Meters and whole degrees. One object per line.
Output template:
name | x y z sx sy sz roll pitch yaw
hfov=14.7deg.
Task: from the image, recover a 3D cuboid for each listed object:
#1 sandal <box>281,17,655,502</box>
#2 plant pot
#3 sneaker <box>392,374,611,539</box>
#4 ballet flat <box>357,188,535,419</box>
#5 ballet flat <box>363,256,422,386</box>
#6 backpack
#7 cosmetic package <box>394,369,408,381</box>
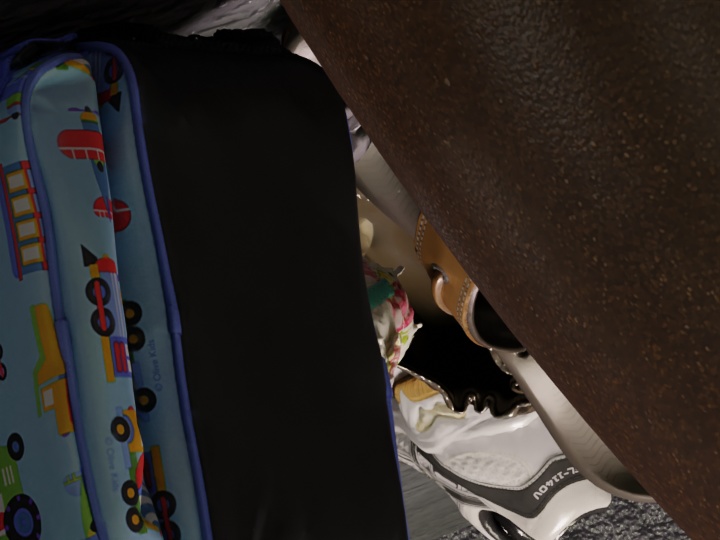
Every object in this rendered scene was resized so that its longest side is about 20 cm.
sandal | 0.048 -0.001 0.807 0.082 0.200 0.055 -20 -152 22
plant pot | 0.085 -0.039 0.609 0.187 0.200 0.187 -21 170 -4
sneaker | 0.047 0.072 1.112 0.076 0.088 0.200 -31 -178 -6
ballet flat | 0.000 0.000 0.867 0.067 0.046 0.200 -23 142 30
ballet flat | -0.043 0.048 0.865 0.064 0.076 0.200 -36 -177 -37
backpack | -0.094 0.040 0.745 0.200 0.183 0.134 -15 169 40
cosmetic package | 0.015 -0.010 0.994 0.200 0.071 0.101 -29 167 34
